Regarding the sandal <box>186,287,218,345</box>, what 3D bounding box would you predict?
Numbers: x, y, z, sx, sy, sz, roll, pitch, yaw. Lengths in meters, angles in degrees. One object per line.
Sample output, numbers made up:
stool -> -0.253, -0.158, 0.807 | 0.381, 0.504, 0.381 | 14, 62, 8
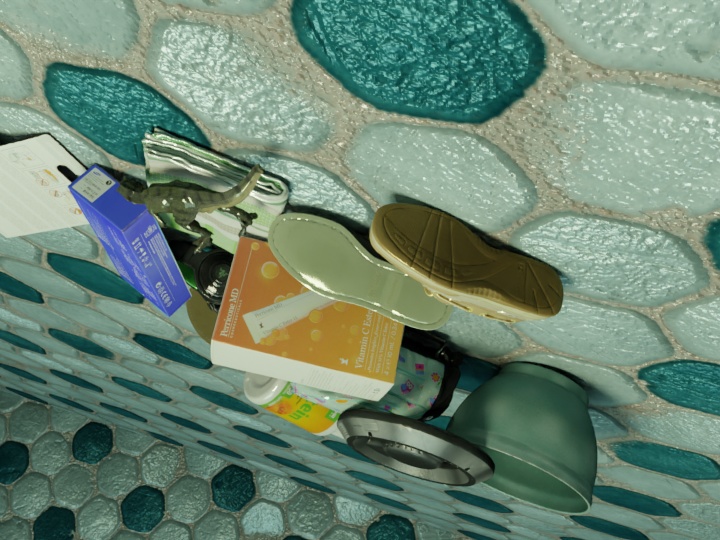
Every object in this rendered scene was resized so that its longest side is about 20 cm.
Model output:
sandal -> -0.151, 0.087, 1.092 | 0.211, 0.078, 0.070 | 29, -176, 27

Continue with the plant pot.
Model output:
plant pot -> 0.213, 0.202, 0.993 | 0.199, 0.135, 0.201 | 23, 157, 10

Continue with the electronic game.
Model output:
electronic game -> 0.066, 0.215, 0.955 | 0.199, 0.042, 0.200 | 16, 156, 7

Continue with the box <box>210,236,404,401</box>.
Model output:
box -> -0.055, 0.057, 0.876 | 0.199, 0.125, 0.098 | 13, 158, -5

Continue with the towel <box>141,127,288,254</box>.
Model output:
towel -> -0.157, -0.067, 0.829 | 0.148, 0.031, 0.200 | 23, 158, -5

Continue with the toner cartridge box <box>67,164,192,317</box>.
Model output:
toner cartridge box -> -0.266, -0.029, 0.922 | 0.095, 0.043, 0.200 | 37, 158, 21

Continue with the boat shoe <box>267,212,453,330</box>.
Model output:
boat shoe -> 0.000, 0.000, 0.801 | 0.200, 0.072, 0.061 | 27, -171, 3

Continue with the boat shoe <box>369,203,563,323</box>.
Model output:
boat shoe -> 0.090, 0.004, 0.731 | 0.199, 0.074, 0.069 | 25, 151, -14

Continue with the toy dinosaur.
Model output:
toy dinosaur -> -0.152, -0.060, 0.751 | 0.199, 0.048, 0.088 | 0, 147, 33

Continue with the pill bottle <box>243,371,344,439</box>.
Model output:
pill bottle -> -0.079, 0.197, 1.260 | 0.200, 0.112, 0.111 | 35, 153, -33

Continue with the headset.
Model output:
headset -> -0.172, 0.034, 0.986 | 0.199, 0.094, 0.124 | 24, 161, 20

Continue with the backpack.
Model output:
backpack -> 0.008, 0.128, 1.001 | 0.199, 0.127, 0.167 | 25, 155, -31

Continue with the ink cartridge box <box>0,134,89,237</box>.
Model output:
ink cartridge box -> -0.395, -0.111, 0.930 | 0.199, 0.050, 0.162 | -10, 147, 18
